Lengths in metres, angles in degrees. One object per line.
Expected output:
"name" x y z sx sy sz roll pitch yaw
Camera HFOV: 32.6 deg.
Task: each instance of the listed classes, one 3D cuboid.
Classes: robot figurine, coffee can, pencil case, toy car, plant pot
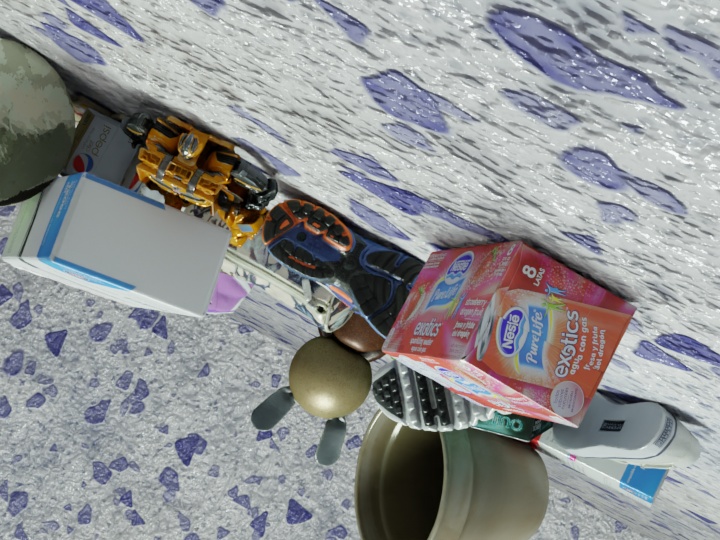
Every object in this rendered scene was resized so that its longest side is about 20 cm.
"robot figurine" -0.139 -0.077 1.077 0.145 0.058 0.200 25 172 5
"coffee can" -0.358 -0.134 1.136 0.146 0.147 0.200 32 171 -25
"pencil case" -0.095 -0.012 1.260 0.200 0.078 0.089 26 -166 12
"toy car" -0.030 0.113 1.392 0.164 0.200 0.158 28 172 0
"plant pot" 0.114 0.250 1.413 0.173 0.200 0.200 12 180 -27

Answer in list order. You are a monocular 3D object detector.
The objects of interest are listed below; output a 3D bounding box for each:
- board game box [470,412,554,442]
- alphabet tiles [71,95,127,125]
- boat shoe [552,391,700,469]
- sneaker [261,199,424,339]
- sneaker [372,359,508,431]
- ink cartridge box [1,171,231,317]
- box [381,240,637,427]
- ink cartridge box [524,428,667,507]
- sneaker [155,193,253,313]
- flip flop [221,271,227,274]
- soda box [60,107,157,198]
"board game box" 0.123 0.139 1.254 0.135 0.028 0.200 12 180 16
"alphabet tiles" -0.225 -0.127 1.239 0.166 0.006 0.200 32 171 -25
"boat shoe" 0.266 0.166 1.231 0.070 0.071 0.200 33 164 -17
"sneaker" 0.000 0.000 1.106 0.200 0.075 0.078 38 179 -10
"sneaker" 0.111 0.105 1.132 0.200 0.075 0.081 -6 177 15
"ink cartridge box" -0.226 -0.022 1.115 0.144 0.084 0.200 23 170 -27
"box" 0.101 0.044 0.904 0.100 0.096 0.200 29 172 -12
"ink cartridge box" 0.257 0.194 1.416 0.200 0.067 0.116 26 171 17
"sneaker" -0.201 -0.010 1.508 0.073 0.114 0.200 22 169 45
"flip flop" -0.119 -0.015 1.440 0.081 0.058 0.200 17 -178 34
"soda box" -0.245 -0.097 1.224 0.064 0.068 0.200 27 172 0
